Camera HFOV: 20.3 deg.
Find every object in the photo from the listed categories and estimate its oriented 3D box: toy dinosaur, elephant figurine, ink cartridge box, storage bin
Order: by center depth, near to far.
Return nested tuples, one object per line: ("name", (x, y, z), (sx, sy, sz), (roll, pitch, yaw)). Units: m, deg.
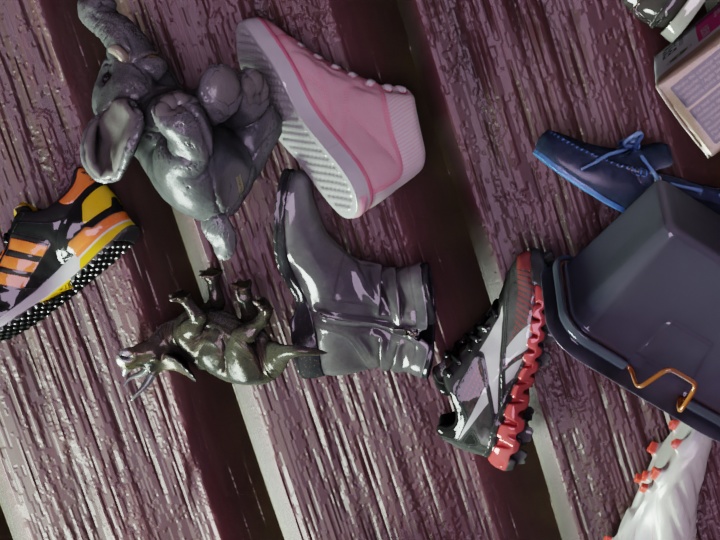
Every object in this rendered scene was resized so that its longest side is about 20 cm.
("ink cartridge box", (0.316, -0.182, 1.595), (0.164, 0.200, 0.075), (-39, 96, 14))
("storage bin", (0.268, 0.030, 1.650), (0.199, 0.146, 0.135), (30, 119, -17))
("elephant figurine", (-0.174, -0.129, 1.715), (0.199, 0.142, 0.156), (17, 65, 35))
("toy dinosaur", (-0.114, 0.062, 1.771), (0.199, 0.077, 0.103), (6, 119, 16))

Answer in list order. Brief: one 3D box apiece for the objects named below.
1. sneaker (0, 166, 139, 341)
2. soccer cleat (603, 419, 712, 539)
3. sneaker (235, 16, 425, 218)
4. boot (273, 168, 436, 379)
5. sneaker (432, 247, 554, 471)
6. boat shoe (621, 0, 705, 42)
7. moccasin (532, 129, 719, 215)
("sneaker", (-0.293, -0.011, 1.793), (0.200, 0.070, 0.090), (-36, 82, 14))
("soccer cleat", (0.272, 0.215, 1.771), (0.077, 0.069, 0.201), (22, 113, -3))
("sneaker", (-0.020, -0.145, 1.721), (0.104, 0.075, 0.201), (-28, 73, -24))
("boot", (0.000, 0.000, 1.748), (0.131, 0.070, 0.201), (-4, 115, 14))
("sneaker", (0.115, 0.073, 1.750), (0.097, 0.071, 0.202), (13, 106, 2))
("boat shoe", (0.290, -0.285, 1.638), (0.060, 0.072, 0.202), (35, 102, 2))
("moccasin", (0.242, -0.080, 1.702), (0.199, 0.081, 0.069), (24, 102, -14))
